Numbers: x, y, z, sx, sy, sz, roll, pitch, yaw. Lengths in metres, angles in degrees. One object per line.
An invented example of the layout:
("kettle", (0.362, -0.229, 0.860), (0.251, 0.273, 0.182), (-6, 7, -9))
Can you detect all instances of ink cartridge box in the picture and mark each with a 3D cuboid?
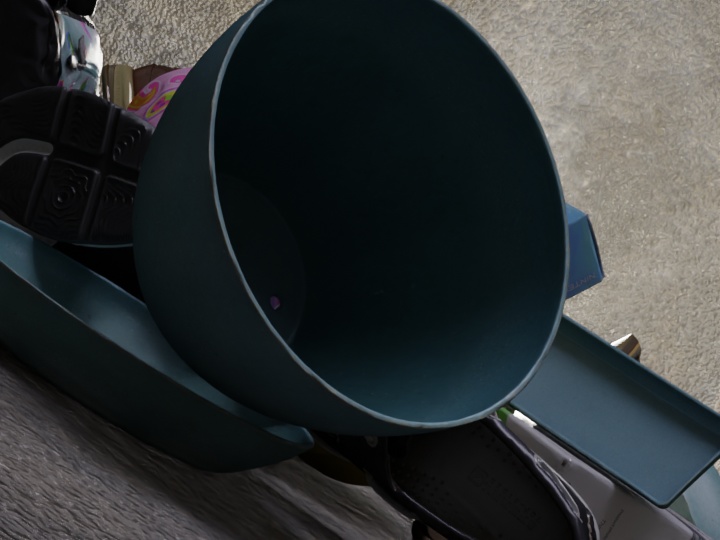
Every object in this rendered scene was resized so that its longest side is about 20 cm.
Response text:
("ink cartridge box", (0.132, 0.158, 1.380), (0.199, 0.084, 0.145), (33, 1, -32))

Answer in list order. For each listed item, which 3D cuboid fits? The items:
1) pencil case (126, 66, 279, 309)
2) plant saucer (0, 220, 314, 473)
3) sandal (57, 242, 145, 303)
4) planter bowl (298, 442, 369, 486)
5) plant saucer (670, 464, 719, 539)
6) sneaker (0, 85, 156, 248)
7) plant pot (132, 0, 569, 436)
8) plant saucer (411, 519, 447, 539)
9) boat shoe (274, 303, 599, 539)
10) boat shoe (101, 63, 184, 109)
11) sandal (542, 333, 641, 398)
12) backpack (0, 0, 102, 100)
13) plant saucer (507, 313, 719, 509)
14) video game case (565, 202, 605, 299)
("pencil case", (-0.071, -0.037, 1.230), (0.087, 0.088, 0.200), (32, 12, -29))
("plant saucer", (-0.113, 0.039, 1.075), (0.199, 0.036, 0.200), (33, 3, -2))
("sandal", (-0.140, -0.012, 1.283), (0.048, 0.076, 0.201), (13, 22, -32))
("planter bowl", (0.015, 0.060, 1.281), (0.200, 0.199, 0.084), (37, -32, 57))
("plant saucer", (0.225, 0.173, 1.555), (0.201, 0.038, 0.202), (160, -90, -86))
("sneaker", (-0.155, -0.043, 1.209), (0.199, 0.076, 0.115), (10, -12, 25))
("plant pot", (-0.025, -0.016, 1.037), (0.199, 0.201, 0.134), (32, -33, -29))
("plant saucer", (0.102, 0.185, 1.120), (0.199, 0.030, 0.200), (34, 3, -2))
("boat shoe", (0.029, 0.081, 1.111), (0.200, 0.074, 0.060), (43, 0, 11))
("boat shoe", (-0.113, -0.047, 1.392), (0.072, 0.067, 0.201), (88, -7, -52))
("sandal", (0.148, 0.085, 1.459), (0.054, 0.080, 0.200), (60, 1, 13))
("backpack", (-0.232, -0.122, 1.408), (0.166, 0.128, 0.200), (14, -3, 8))
("plant saucer", (0.124, 0.069, 1.345), (0.200, 0.070, 0.019), (33, -27, 38))
("video game case", (0.000, 0.000, 1.260), (0.181, 0.199, 0.046), (36, -32, 55))
